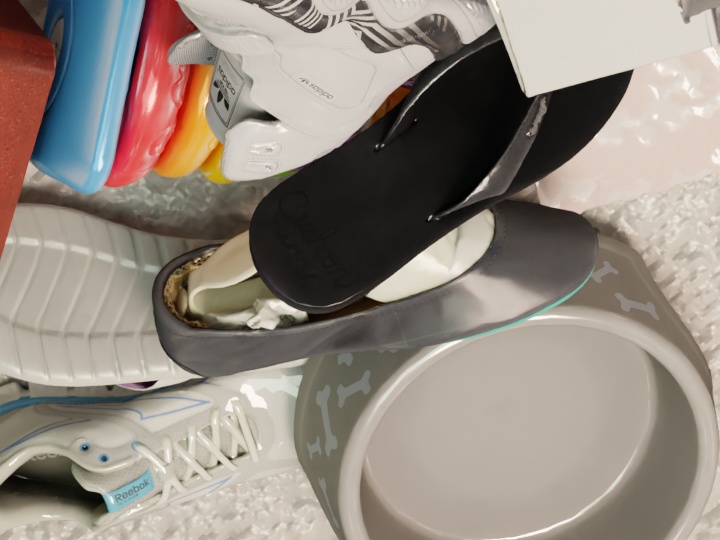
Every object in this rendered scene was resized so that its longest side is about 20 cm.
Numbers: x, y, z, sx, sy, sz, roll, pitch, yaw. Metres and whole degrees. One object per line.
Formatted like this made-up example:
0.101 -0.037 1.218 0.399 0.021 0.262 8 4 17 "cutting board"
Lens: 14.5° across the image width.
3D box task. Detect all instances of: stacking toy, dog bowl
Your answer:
-0.035 -0.078 1.210 0.200 0.116 0.110 10 96 -18 "stacking toy"
0.072 0.079 1.283 0.200 0.059 0.200 -5 121 -8 "dog bowl"

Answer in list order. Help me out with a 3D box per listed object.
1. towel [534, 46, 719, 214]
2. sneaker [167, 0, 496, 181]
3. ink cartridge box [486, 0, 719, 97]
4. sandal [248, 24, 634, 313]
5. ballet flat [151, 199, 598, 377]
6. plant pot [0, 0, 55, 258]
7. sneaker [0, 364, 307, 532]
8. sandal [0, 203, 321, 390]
0.144 -0.131 1.206 0.200 0.032 0.191 -15 117 12 "towel"
-0.044 -0.092 1.064 0.200 0.075 0.115 6 139 -48 "sneaker"
0.144 -0.156 1.091 0.200 0.145 0.083 -15 119 12 "ink cartridge box"
0.042 -0.056 1.160 0.200 0.043 0.076 -44 84 -10 "sandal"
0.000 0.000 1.209 0.200 0.073 0.073 -12 117 16 "ballet flat"
-0.241 -0.068 1.159 0.176 0.200 0.200 0 122 -33 "plant pot"
-0.091 0.086 1.311 0.200 0.087 0.075 -14 115 10 "sneaker"
-0.104 0.020 1.293 0.202 0.050 0.083 7 74 -3 "sandal"
